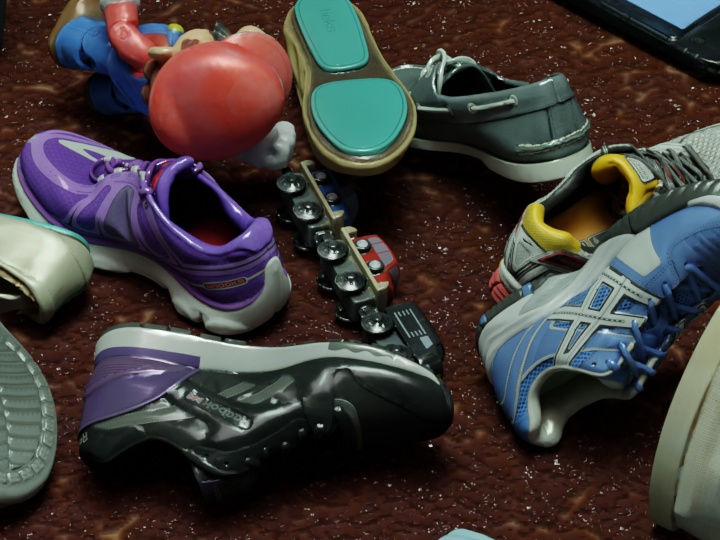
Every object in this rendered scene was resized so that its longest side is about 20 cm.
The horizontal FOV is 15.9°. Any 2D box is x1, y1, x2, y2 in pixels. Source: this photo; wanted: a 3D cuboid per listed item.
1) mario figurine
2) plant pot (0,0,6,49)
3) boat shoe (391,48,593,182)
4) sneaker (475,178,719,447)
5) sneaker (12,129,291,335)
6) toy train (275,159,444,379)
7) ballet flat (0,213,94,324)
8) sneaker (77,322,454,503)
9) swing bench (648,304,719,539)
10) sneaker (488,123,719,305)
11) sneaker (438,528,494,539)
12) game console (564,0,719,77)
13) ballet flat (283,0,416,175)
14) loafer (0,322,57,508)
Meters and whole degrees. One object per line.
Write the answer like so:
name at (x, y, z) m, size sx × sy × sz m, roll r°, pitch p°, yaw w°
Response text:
mario figurine at (-0.100, -0.125, 1.537) m, size 0.123 × 0.106 × 0.200 m, roll 12°, pitch 6°, yaw -36°
plant pot at (-0.320, -0.226, 1.638) m, size 0.177 × 0.200 × 0.200 m, roll -3°, pitch 40°, yaw -20°
boat shoe at (0.069, -0.105, 1.540) m, size 0.073 × 0.062 × 0.200 m, roll -23°, pitch 26°, yaw -23°
sneaker at (0.150, 0.023, 1.367) m, size 0.076 × 0.200 × 0.077 m, roll 23°, pitch 41°, yaw -37°
sneaker at (-0.118, -0.042, 1.491) m, size 0.200 × 0.084 × 0.081 m, roll 26°, pitch 48°, yaw 29°
toy train at (0.000, 0.000, 1.477) m, size 0.046 × 0.034 × 0.200 m, roll -14°, pitch 43°, yaw -17°
ballet flat at (-0.252, -0.015, 1.484) m, size 0.199 × 0.070 × 0.070 m, roll 16°, pitch 44°, yaw 17°
sneaker at (-0.051, 0.089, 1.365) m, size 0.199 × 0.076 × 0.088 m, roll 3°, pitch 56°, yaw 11°
swing bench at (0.283, 0.075, 1.312) m, size 0.199 × 0.130 × 0.200 m, roll 25°, pitch 47°, yaw 25°
sneaker at (0.165, -0.035, 1.471) m, size 0.200 × 0.082 × 0.078 m, roll -30°, pitch 61°, yaw -30°
sneaker at (0.114, 0.170, 1.251) m, size 0.199 × 0.074 × 0.082 m, roll 19°, pitch 48°, yaw 20°
game console at (0.217, -0.243, 1.686) m, size 0.176 × 0.117 × 0.200 m, roll -33°, pitch 50°, yaw -31°
ballet flat at (-0.005, -0.099, 1.561) m, size 0.068 × 0.063 × 0.200 m, roll -5°, pitch 35°, yaw -6°
loafer at (-0.227, 0.057, 1.404) m, size 0.075 × 0.070 × 0.200 m, roll 1°, pitch 46°, yaw -38°
